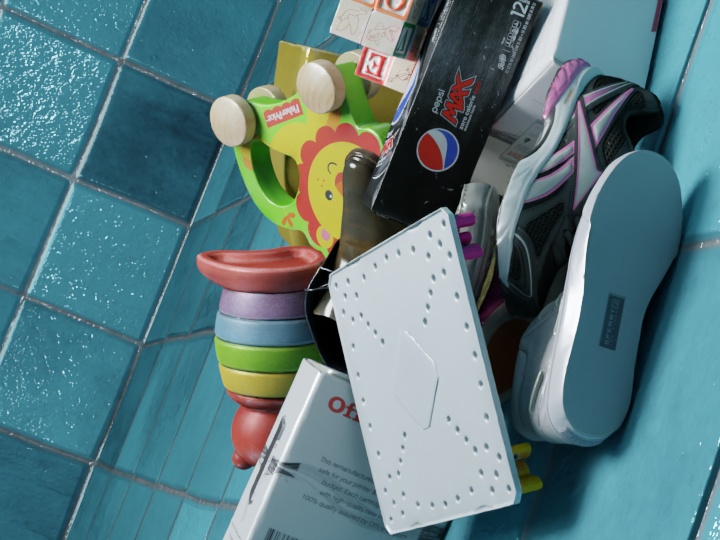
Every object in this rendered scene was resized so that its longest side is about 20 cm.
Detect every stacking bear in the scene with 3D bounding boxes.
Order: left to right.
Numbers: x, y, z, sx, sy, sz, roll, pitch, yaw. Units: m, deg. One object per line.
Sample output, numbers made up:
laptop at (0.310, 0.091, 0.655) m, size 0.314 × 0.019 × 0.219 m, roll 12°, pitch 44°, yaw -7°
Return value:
stacking bear at (-0.084, 0.087, 1.610) m, size 0.114 × 0.121 × 0.201 m, roll -151°, pitch 59°, yaw -69°

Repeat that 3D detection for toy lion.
toy lion at (-0.029, -0.089, 1.558) m, size 0.200 × 0.069 × 0.192 m, roll -14°, pitch 95°, yaw 45°

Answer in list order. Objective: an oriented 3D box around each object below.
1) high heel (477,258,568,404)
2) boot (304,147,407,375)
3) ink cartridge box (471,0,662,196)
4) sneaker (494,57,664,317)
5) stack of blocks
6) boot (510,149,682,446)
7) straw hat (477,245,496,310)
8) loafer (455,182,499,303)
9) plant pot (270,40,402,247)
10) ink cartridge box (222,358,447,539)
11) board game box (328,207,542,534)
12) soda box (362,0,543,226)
high heel at (0.115, 0.016, 1.292) m, size 0.200 × 0.067 × 0.096 m, roll -55°, pitch 24°, yaw -11°
boot at (0.000, 0.000, 1.446) m, size 0.097 × 0.075 × 0.200 m, roll -44°, pitch -42°, yaw -34°
ink cartridge box at (0.157, -0.165, 1.406) m, size 0.200 × 0.083 × 0.147 m, roll -45°, pitch 26°, yaw 59°
sneaker at (0.156, -0.058, 1.214) m, size 0.080 × 0.086 × 0.200 m, roll 60°, pitch -132°, yaw -63°
stack of blocks at (0.043, -0.205, 1.431) m, size 0.115 × 0.058 × 0.200 m, roll -70°, pitch -17°, yaw 9°
boot at (0.147, 0.019, 1.151) m, size 0.096 × 0.073 × 0.200 m, roll -13°, pitch 56°, yaw 66°
straw hat at (0.084, 0.015, 1.386) m, size 0.201 × 0.085 × 0.201 m, roll -60°, pitch 15°, yaw 26°
loafer at (0.052, 0.016, 1.287) m, size 0.070 × 0.070 × 0.200 m, roll -66°, pitch -5°, yaw -55°
plant pot at (0.003, -0.108, 1.723) m, size 0.196 × 0.194 × 0.201 m, roll -141°, pitch 63°, yaw -77°
ink cartridge box at (-0.014, 0.187, 1.355) m, size 0.200 × 0.144 × 0.084 m, roll -66°, pitch 13°, yaw 1°
board game box at (0.048, 0.075, 1.218) m, size 0.200 × 0.026 × 0.201 m, roll -30°, pitch 71°, yaw 62°
soda box at (0.070, -0.131, 1.361) m, size 0.063 × 0.071 × 0.200 m, roll -129°, pitch 60°, yaw -79°
